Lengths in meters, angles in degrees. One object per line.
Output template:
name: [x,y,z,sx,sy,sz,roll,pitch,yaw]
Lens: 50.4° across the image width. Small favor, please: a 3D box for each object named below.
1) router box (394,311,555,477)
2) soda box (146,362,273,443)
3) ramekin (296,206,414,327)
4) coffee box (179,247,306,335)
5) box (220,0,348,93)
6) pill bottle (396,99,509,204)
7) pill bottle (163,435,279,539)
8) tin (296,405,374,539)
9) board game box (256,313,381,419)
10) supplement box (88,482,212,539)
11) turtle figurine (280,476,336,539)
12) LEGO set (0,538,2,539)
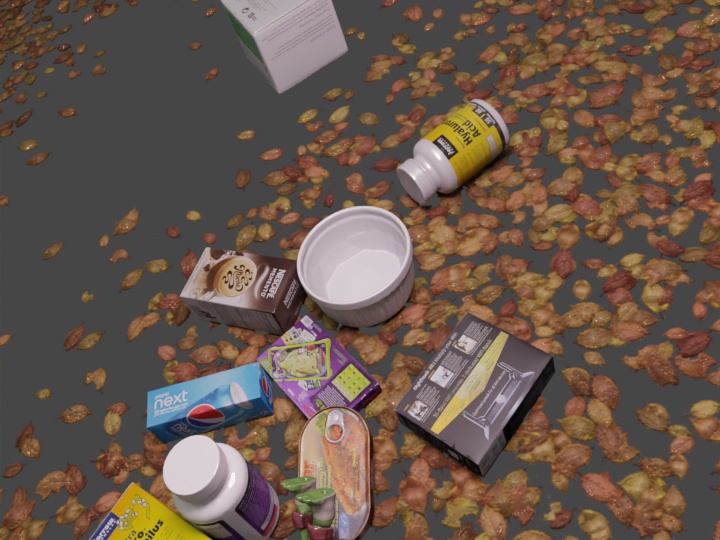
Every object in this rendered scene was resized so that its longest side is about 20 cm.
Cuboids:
router box: [0.171,0.180,1.143,0.156,0.052,0.200,28,68,34]
soda box: [-0.246,0.217,1.254,0.198,0.064,0.068,-16,51,8]
ramekin: [0.000,0.000,1.302,0.197,0.105,0.202,-9,53,12]
coffee box: [-0.203,0.035,1.362,0.198,0.080,0.114,8,57,24]
box: [-0.171,-0.554,1.726,0.199,0.172,0.199,-34,51,-7]
pill bottle: [0.166,-0.212,1.397,0.199,0.112,0.111,-39,52,-10]
pill bottle: [-0.197,0.312,1.078,0.110,0.201,0.113,-9,52,12]
tin: [-0.036,0.301,1.120,0.110,0.042,0.202,-5,63,11]
board game box: [-0.071,0.170,1.251,0.120,0.032,0.200,-38,52,-14]
supplement box: [-0.271,0.412,1.090,0.198,0.109,0.110,22,64,31]
turtle figurine: [-0.090,0.383,0.997,0.197,0.144,0.197,-2,92,7]
LEGO set: [-0.625,0.465,1.198,0.153,0.116,0.201,-5,43,53]
